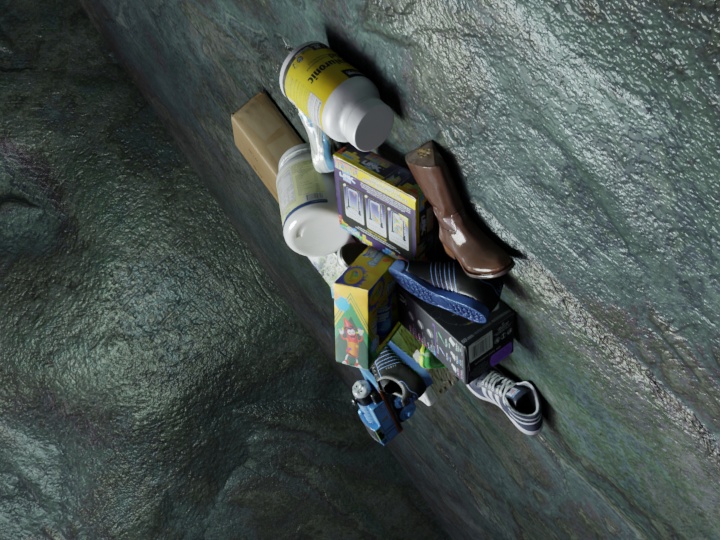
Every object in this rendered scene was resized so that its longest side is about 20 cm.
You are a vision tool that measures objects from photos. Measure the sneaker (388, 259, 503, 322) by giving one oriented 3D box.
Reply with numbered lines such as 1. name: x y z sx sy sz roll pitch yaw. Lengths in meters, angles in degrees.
1. sneaker: 0.144 0.016 1.384 0.198 0.078 0.070 25 160 28

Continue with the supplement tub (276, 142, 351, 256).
1. supplement tub: -0.097 -0.147 1.693 0.146 0.143 0.202 71 -175 -52

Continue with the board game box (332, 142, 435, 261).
1. board game box: 0.043 -0.113 1.458 0.199 0.056 0.167 32 142 32

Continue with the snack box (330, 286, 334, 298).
1. snack box: 0.027 0.056 1.903 0.197 0.038 0.117 18 156 11

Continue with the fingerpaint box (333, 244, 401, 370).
1. fingerpaint box: 0.026 0.054 1.518 0.072 0.200 0.169 12 122 22

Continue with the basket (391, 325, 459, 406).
1. basket: 0.118 0.141 1.738 0.200 0.160 0.200 59 167 -21

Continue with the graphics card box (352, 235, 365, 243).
1. graphics card box: 0.021 -0.078 1.775 0.126 0.051 0.200 52 168 7

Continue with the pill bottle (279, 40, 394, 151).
1. pill bottle: -0.036 -0.280 1.342 0.200 0.111 0.112 45 164 32

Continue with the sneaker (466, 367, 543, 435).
1. sneaker: 0.275 0.229 1.603 0.199 0.070 0.109 40 167 25

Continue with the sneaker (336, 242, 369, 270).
1. sneaker: 0.000 0.000 1.684 0.120 0.198 0.085 -23 62 41

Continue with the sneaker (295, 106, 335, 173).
1. sneaker: -0.080 -0.290 1.602 0.072 0.071 0.203 -83 -23 -68

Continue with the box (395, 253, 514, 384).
1. box: 0.168 0.084 1.482 0.200 0.121 0.107 42 153 39

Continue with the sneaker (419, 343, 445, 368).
1. sneaker: 0.190 0.154 1.569 0.083 0.198 0.076 10 96 48

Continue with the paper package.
1. paper package: -0.206 -0.282 1.940 0.201 0.103 0.191 52 168 6

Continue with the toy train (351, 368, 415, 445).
1. toy train: 0.045 0.274 1.736 0.087 0.114 0.201 39 161 41

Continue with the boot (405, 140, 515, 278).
1. boot: 0.149 -0.096 1.276 0.186 0.064 0.202 30 148 57

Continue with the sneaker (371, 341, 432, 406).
1. sneaker: 0.047 0.186 1.599 0.199 0.078 0.071 32 153 40

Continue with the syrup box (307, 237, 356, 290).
1. syrup box: -0.041 -0.019 1.803 0.201 0.081 0.079 53 135 9
